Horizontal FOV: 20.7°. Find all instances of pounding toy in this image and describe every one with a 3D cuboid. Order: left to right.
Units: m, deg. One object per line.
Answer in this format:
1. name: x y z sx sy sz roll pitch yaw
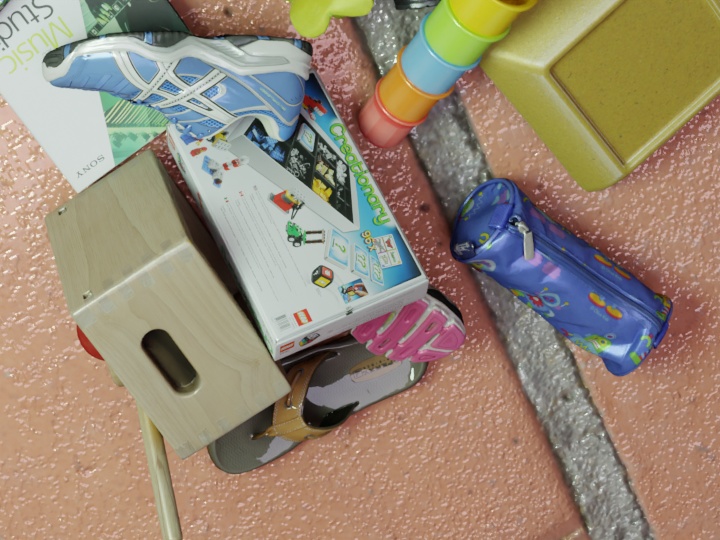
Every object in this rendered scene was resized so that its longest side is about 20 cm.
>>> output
1. pounding toy: -0.149 0.057 1.477 0.141 0.184 0.201 -32 122 2

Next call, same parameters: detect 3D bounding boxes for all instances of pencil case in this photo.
1. pencil case: 0.162 0.005 1.582 0.199 0.087 0.078 35 78 -21

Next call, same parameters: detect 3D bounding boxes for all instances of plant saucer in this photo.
1. plant saucer: 0.213 -0.168 1.517 0.200 0.049 0.200 -42 131 5

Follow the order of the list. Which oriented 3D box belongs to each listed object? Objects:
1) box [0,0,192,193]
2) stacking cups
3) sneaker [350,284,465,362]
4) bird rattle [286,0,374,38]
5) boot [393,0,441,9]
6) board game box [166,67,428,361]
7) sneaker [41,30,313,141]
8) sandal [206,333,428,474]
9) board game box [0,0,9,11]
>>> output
1. box: -0.213 -0.177 1.468 0.144 0.036 0.201 -35 113 3
2. stacking cups: 0.062 -0.158 1.467 0.060 0.061 0.200 18 142 -16
3. sneaker: 0.000 0.000 1.545 0.199 0.088 0.074 26 131 -19
4. bird rattle: -0.066 -0.264 1.455 0.199 0.113 0.164 24 92 -5
5. boot: 0.094 -0.286 1.483 0.199 0.070 0.133 -26 106 -9
6. board game box: -0.049 -0.045 1.468 0.125 0.201 0.035 -22 157 -14
7. sneaker: -0.132 -0.135 1.436 0.198 0.076 0.078 2 96 -10
8. sandal: -0.033 0.106 1.594 0.198 0.055 0.082 -21 112 -3
9. board game box: -0.272 -0.271 1.400 0.134 0.029 0.200 41 94 -3
